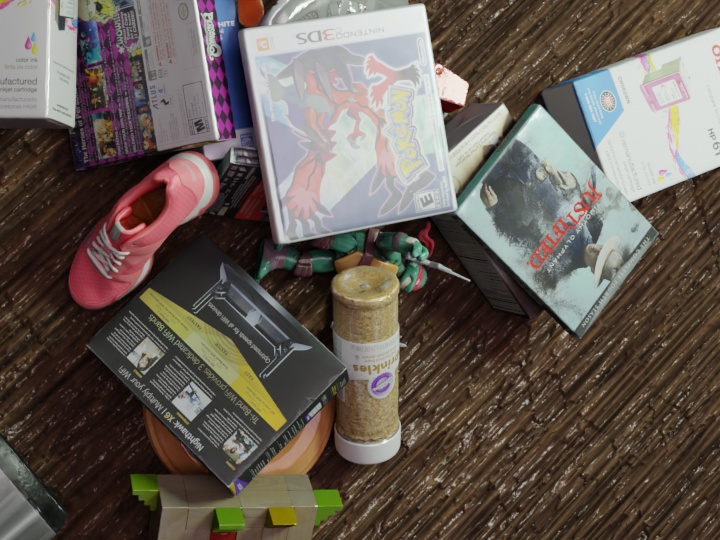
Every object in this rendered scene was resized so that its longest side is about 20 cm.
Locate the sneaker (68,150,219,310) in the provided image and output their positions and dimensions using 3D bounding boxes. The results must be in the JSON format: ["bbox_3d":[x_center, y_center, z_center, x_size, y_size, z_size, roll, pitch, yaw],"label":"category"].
[{"bbox_3d":[-0.223,-0.037,1.356,0.074,0.087,0.200,47,112,7],"label":"sneaker"}]

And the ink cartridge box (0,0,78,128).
[{"bbox_3d":[-0.343,-0.235,1.333,0.144,0.084,0.201,1,88,6],"label":"ink cartridge box"}]

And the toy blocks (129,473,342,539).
[{"bbox_3d":[-0.130,0.268,1.400,0.199,0.100,0.137,3,119,-17],"label":"toy blocks"}]

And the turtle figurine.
[{"bbox_3d":[0.000,0.000,1.460,0.200,0.101,0.150,17,124,-15],"label":"turtle figurine"}]

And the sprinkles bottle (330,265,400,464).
[{"bbox_3d":[0.005,0.095,1.425,0.068,0.068,0.200,-13,123,-18],"label":"sprinkles bottle"}]

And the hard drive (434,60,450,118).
[{"bbox_3d":[-0.004,-0.206,1.495,0.200,0.033,0.140,45,76,-12],"label":"hard drive"}]

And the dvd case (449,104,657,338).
[{"bbox_3d":[0.199,-0.048,1.461,0.200,0.022,0.146,44,77,-23],"label":"dvd case"}]

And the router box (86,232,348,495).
[{"bbox_3d":[-0.135,0.088,1.373,0.200,0.052,0.157,43,78,14],"label":"router box"}]

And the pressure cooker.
[{"bbox_3d":[-0.386,0.225,1.284,0.200,0.176,0.179,-40,127,-14],"label":"pressure cooker"}]

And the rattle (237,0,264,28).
[{"bbox_3d":[-0.108,-0.346,1.399,0.143,0.130,0.200,50,54,-23],"label":"rattle"}]

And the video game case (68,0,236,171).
[{"bbox_3d":[-0.211,-0.206,1.362,0.036,0.181,0.201,-11,92,-58],"label":"video game case"}]

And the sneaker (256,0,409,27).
[{"bbox_3d":[-0.014,-0.237,1.396,0.200,0.075,0.082,-19,69,-40],"label":"sneaker"}]

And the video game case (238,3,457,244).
[{"bbox_3d":[-0.010,-0.138,1.344,0.182,0.023,0.201,-11,96,-17],"label":"video game case"}]

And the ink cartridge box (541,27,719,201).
[{"bbox_3d":[0.321,-0.165,1.574,0.200,0.085,0.145,-22,95,-19],"label":"ink cartridge box"}]

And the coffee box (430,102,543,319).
[{"bbox_3d":[0.146,-0.062,1.500,0.113,0.080,0.200,-42,110,-15],"label":"coffee box"}]

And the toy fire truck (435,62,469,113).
[{"bbox_3d":[-0.002,-0.161,1.451,0.200,0.049,0.141,19,82,-16],"label":"toy fire truck"}]

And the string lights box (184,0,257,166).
[{"bbox_3d":[-0.152,-0.204,1.409,0.059,0.103,0.201,-10,92,-17],"label":"string lights box"}]

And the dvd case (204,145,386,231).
[{"bbox_3d":[-0.049,-0.078,1.420,0.199,0.146,0.022,6,71,-17],"label":"dvd case"}]

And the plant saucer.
[{"bbox_3d":[-0.117,0.134,1.446,0.200,0.037,0.201,0,89,-19],"label":"plant saucer"}]
